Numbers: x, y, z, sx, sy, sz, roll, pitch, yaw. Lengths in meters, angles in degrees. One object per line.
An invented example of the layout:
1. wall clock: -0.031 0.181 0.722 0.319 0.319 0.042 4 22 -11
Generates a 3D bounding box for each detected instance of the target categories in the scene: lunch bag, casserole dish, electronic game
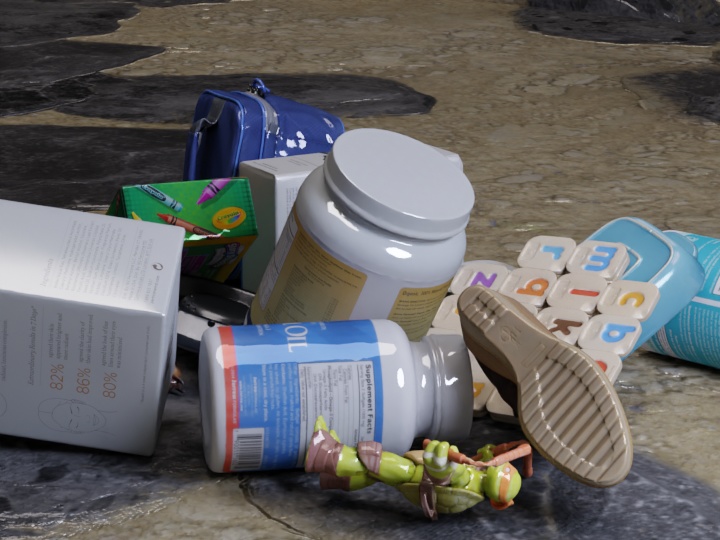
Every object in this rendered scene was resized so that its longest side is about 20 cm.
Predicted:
1. lunch bag: -0.107 -0.088 2.103 0.132 0.201 0.136 4 10 -27
2. casserole dish: 0.200 0.024 1.831 0.200 0.039 0.121 -39 41 -11
3. electronic game: -0.123 0.047 1.874 0.199 0.042 0.200 16 11 -3

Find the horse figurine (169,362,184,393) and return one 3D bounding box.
1. horse figurine: -0.239 0.062 1.861 0.132 0.050 0.200 -10 20 -15

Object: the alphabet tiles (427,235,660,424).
1. alphabet tiles: 0.145 0.048 1.791 0.195 0.015 0.200 6 48 35

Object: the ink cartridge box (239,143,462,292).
1. ink cartridge box: -0.008 -0.037 2.038 0.200 0.146 0.084 -7 15 -27

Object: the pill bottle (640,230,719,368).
1. pill bottle: 0.333 0.034 1.853 0.200 0.111 0.111 15 21 41

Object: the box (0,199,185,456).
1. box: -0.243 0.040 1.649 0.199 0.153 0.106 10 40 -1

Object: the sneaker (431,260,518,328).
1. sneaker: 0.049 0.039 1.897 0.200 0.080 0.130 -2 10 28

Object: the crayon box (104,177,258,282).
1. crayon box: -0.177 -0.020 1.958 0.118 0.058 0.200 -5 -18 -20

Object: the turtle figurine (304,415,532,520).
1. turtle figurine: 0.049 0.146 1.539 0.161 0.065 0.200 7 -3 14

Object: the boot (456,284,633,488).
1. boot: 0.153 0.102 1.602 0.200 0.072 0.166 52 2 32

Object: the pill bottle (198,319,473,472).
1. pill bottle: -0.020 0.094 1.635 0.199 0.113 0.112 -2 16 -10

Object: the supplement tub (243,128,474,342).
1. supplement tub: 0.000 0.000 1.743 0.144 0.200 0.145 18 32 -11
